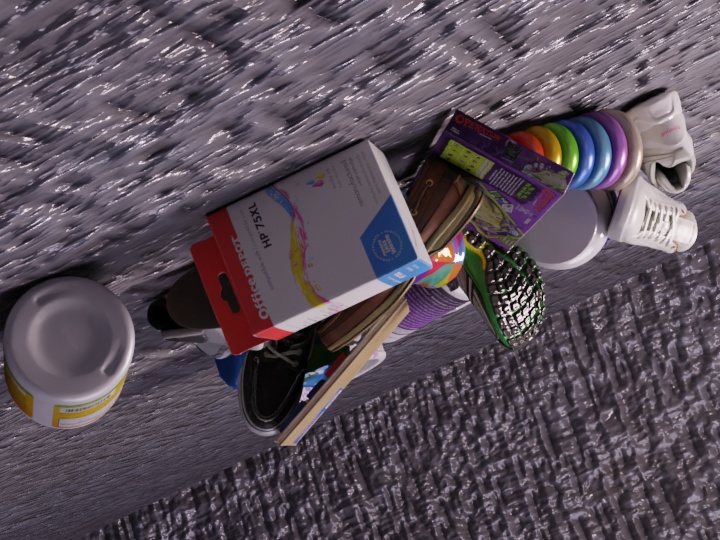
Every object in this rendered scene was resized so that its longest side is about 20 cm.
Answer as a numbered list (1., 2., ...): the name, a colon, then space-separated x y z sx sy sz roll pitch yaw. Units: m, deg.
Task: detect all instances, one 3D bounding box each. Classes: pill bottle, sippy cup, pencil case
1. pill bottle: -0.266 0.082 1.327 0.111 0.111 0.200 -20 170 -18
2. pill bottle: 0.080 -0.003 1.680 0.200 0.112 0.111 -30 168 37
3. sippy cup: -0.097 0.079 1.678 0.130 0.140 0.178 -10 158 -25
4. pill bottle: 0.223 -0.061 1.621 0.115 0.116 0.200 -26 178 15
5. pencil case: 0.016 -0.022 1.422 0.200 0.089 0.088 6 152 -46

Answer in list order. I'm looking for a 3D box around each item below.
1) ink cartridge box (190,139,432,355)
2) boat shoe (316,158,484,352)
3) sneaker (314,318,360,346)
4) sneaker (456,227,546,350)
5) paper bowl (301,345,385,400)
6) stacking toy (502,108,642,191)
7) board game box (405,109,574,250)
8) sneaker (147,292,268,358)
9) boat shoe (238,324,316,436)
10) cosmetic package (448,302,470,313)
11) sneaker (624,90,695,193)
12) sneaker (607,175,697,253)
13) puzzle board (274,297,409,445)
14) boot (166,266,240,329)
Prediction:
1. ink cartridge box: -0.053 -0.016 1.275 0.199 0.117 0.067 -25 169 10
2. boat shoe: 0.024 -0.015 1.329 0.200 0.068 0.072 -49 -175 2
3. sneaker: 0.000 0.000 1.516 0.076 0.075 0.200 -48 -168 35
4. sneaker: 0.126 -0.008 1.538 0.078 0.201 0.085 -30 -174 -33
5. paper bowl: -0.075 0.108 1.950 0.200 0.105 0.201 -22 171 -4
6. stacking toy: 0.185 -0.114 1.456 0.199 0.086 0.085 -8 163 -36
7. board game box: 0.115 -0.080 1.360 0.032 0.120 0.200 -58 180 -16
8. sneaker: -0.175 0.049 1.546 0.115 0.075 0.200 7 170 -23
9. boat shoe: -0.084 0.075 1.551 0.070 0.201 0.064 13 172 -3
10. cosmetic package: 0.109 0.012 1.859 0.101 0.071 0.200 -20 180 29
11. sneaker: 0.327 -0.126 1.628 0.078 0.100 0.200 -24 171 3
12. sneaker: 0.321 -0.059 1.582 0.084 0.073 0.200 19 -172 19
13. puzzle board: -0.019 0.108 1.575 0.200 0.017 0.151 -49 174 -3
14. boot: -0.102 0.009 1.465 0.199 0.074 0.075 -23 -179 -18
